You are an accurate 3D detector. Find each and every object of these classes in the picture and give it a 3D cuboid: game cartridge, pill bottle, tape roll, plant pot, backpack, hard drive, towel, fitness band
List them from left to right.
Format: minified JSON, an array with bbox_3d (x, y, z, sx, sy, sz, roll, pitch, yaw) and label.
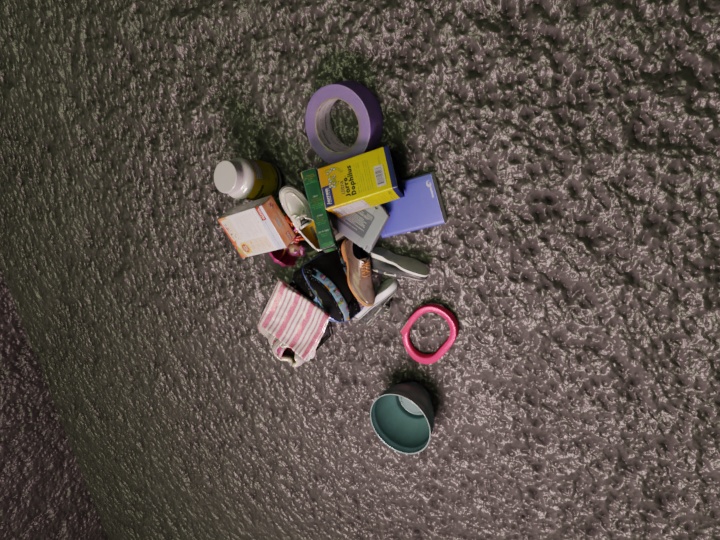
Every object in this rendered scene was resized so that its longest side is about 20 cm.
[{"bbox_3d":[-0.323,-0.261,1.560,0.109,0.198,0.117,2,95,27],"label":"pill bottle"},{"bbox_3d":[-0.189,0.138,1.523,0.197,0.030,0.150,32,101,20],"label":"towel"},{"bbox_3d":[-0.083,0.053,1.580,0.204,0.181,0.134,57,143,-2],"label":"backpack"},{"bbox_3d":[-0.043,-0.386,1.428,0.193,0.085,0.207,12,117,24],"label":"tape roll"},{"bbox_3d":[-0.019,-0.160,1.487,0.197,0.041,0.136,36,99,15],"label":"game cartridge"},{"bbox_3d":[0.124,-0.172,1.461,0.194,0.025,0.136,-11,105,33],"label":"hard drive"},{"bbox_3d":[0.142,0.425,1.647,0.194,0.134,0.208,13,118,24],"label":"plant pot"},{"bbox_3d":[0.197,0.181,1.571,0.142,0.037,0.202,39,126,6],"label":"fitness band"}]

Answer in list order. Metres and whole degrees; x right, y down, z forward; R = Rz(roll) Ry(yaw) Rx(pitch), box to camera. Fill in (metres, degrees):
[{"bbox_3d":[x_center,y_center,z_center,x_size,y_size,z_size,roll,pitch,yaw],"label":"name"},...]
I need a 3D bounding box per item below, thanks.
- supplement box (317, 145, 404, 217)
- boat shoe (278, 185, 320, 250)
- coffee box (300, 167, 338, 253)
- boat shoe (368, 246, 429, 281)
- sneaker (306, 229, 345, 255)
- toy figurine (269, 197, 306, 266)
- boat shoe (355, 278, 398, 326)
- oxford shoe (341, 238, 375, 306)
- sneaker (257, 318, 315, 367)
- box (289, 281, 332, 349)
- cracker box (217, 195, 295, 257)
[{"bbox_3d":[0.003,-0.226,1.404,0.193,0.109,0.114,-16,81,13],"label":"supplement box"},{"bbox_3d":[-0.156,-0.140,1.494,0.069,0.070,0.204,-30,110,0],"label":"boat shoe"},{"bbox_3d":[-0.107,-0.154,1.435,0.042,0.123,0.208,-15,88,1],"label":"coffee box"},{"bbox_3d":[0.104,-0.006,1.521,0.196,0.075,0.062,26,123,32],"label":"boat shoe"},{"bbox_3d":[-0.099,-0.126,1.592,0.197,0.074,0.109,-30,84,35],"label":"sneaker"},{"bbox_3d":[-0.214,-0.103,1.622,0.193,0.151,0.190,2,118,23],"label":"toy figurine"},{"bbox_3d":[0.060,0.094,1.599,0.071,0.073,0.200,41,135,-6],"label":"boat shoe"},{"bbox_3d":[0.000,0.000,1.524,0.073,0.069,0.207,-31,78,61],"label":"oxford shoe"},{"bbox_3d":[-0.227,0.206,1.591,0.196,0.088,0.083,30,123,15],"label":"sneaker"},{"bbox_3d":[-0.175,0.142,1.688,0.083,0.164,0.207,-1,112,28],"label":"box"},{"bbox_3d":[-0.291,-0.119,1.524,0.195,0.058,0.137,-8,121,39],"label":"cracker box"}]
